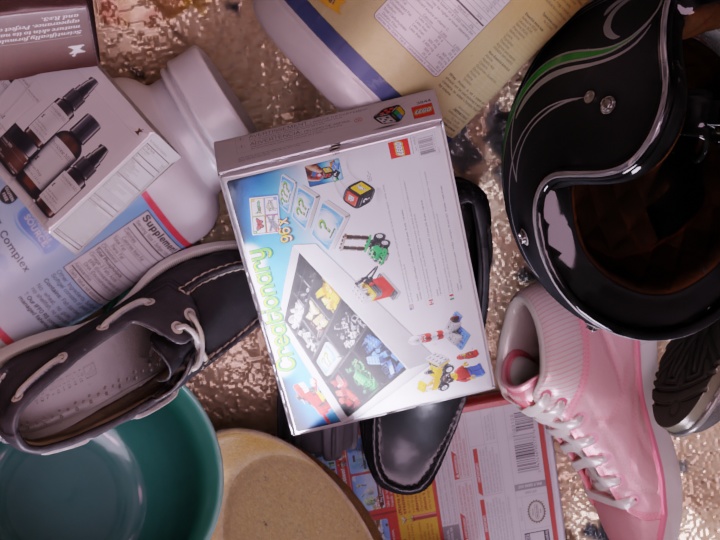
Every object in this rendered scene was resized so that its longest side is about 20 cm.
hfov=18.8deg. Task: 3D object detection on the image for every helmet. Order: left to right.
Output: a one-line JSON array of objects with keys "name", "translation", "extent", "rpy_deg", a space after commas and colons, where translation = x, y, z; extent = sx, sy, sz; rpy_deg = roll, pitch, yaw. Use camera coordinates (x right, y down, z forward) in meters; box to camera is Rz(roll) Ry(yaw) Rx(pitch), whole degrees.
[{"name": "helmet", "translation": [0.174, -0.067, 1.260], "extent": [0.199, 0.201, 0.191], "rpy_deg": [33, 141, -15]}]

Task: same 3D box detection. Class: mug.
[{"name": "mug", "translation": [-0.158, 0.122, 1.310], "extent": [0.185, 0.114, 0.152], "rpy_deg": [-42, 93, -24]}]

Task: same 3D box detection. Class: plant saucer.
[{"name": "plant saucer", "translation": [-0.042, 0.188, 1.340], "extent": [0.035, 0.199, 0.202], "rpy_deg": [-22, 115, -44]}]

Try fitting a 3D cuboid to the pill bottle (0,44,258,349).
[{"name": "pill bottle", "translation": [-0.155, -0.042, 1.270], "extent": [0.199, 0.109, 0.109], "rpy_deg": [-34, 108, 3]}]

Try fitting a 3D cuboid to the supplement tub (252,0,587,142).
[{"name": "supplement tub", "translation": [0.051, -0.175, 1.236], "extent": [0.144, 0.145, 0.200], "rpy_deg": [43, 97, -17]}]

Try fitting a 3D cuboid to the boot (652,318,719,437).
[{"name": "boot", "translation": [0.290, 0.075, 1.354], "extent": [0.200, 0.072, 0.183], "rpy_deg": [40, 63, -19]}]

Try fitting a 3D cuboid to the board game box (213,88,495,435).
[{"name": "board game box", "translation": [0.000, 0.000, 1.228], "extent": [0.125, 0.035, 0.201], "rpy_deg": [-13, 129, 0]}]

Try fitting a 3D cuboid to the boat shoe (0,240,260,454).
[{"name": "boat shoe", "translation": [-0.123, 0.045, 1.233], "extent": [0.199, 0.060, 0.074], "rpy_deg": [-23, 116, -22]}]

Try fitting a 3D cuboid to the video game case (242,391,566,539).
[{"name": "video game case", "translation": [0.031, 0.159, 1.401], "extent": [0.198, 0.017, 0.144], "rpy_deg": [-10, 108, -4]}]

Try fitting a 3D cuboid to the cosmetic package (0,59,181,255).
[{"name": "cosmetic package", "translation": [-0.195, -0.111, 1.214], "extent": [0.082, 0.051, 0.200], "rpy_deg": [-42, 70, -1]}]

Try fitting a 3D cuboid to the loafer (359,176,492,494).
[{"name": "loafer", "translation": [0.040, 0.043, 1.331], "extent": [0.067, 0.070, 0.203], "rpy_deg": [10, 99, -9]}]

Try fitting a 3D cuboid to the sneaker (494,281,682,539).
[{"name": "sneaker", "translation": [0.136, 0.094, 1.351], "extent": [0.104, 0.075, 0.202], "rpy_deg": [-13, 102, -27]}]

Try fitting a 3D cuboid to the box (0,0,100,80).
[{"name": "box", "translation": [-0.202, -0.207, 1.178], "extent": [0.099, 0.075, 0.202], "rpy_deg": [-8, 70, -5]}]

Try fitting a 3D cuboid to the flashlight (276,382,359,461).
[{"name": "flashlight", "translation": [-0.021, 0.016, 1.308], "extent": [0.067, 0.068, 0.202], "rpy_deg": [13, 114, 26]}]
